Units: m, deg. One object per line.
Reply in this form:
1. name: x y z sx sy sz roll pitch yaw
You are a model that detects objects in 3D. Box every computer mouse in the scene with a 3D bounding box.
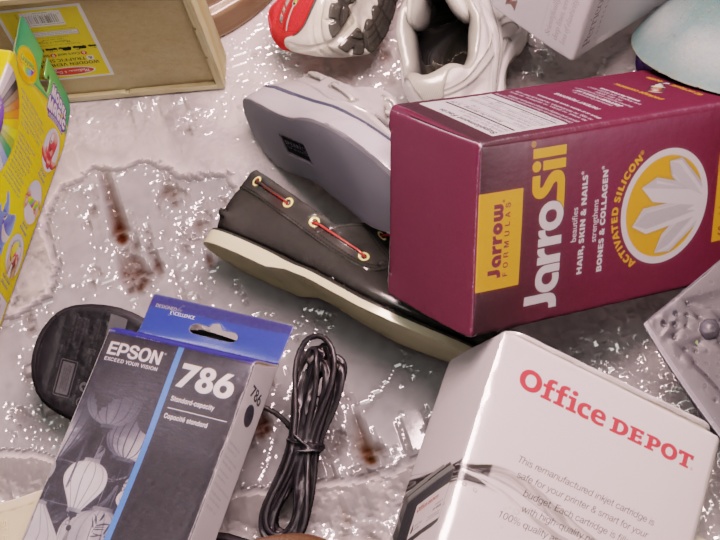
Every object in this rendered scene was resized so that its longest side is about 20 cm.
1. computer mouse: -0.107 0.100 1.028 0.198 0.046 0.142 7 83 14

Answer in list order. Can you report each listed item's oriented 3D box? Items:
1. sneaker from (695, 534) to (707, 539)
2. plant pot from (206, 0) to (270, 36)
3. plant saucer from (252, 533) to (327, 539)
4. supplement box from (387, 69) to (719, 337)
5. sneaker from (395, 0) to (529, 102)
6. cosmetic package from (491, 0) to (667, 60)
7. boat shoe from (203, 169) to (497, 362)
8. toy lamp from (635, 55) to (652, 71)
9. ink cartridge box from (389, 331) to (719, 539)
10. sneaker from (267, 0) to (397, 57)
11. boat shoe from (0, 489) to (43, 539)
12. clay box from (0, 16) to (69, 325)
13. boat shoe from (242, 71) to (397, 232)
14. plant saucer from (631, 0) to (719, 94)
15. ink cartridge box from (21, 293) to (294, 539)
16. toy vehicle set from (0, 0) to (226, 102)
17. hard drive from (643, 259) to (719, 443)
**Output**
1. sneaker: 0.202 0.240 0.902 0.089 0.067 0.202 6 63 16
2. plant pot: -0.141 -0.260 1.167 0.198 0.093 0.203 -3 64 6
3. plant saucer: -0.076 0.226 0.902 0.199 0.037 0.202 -31 40 30
4. supplement box: 0.118 -0.043 0.964 0.198 0.112 0.085 -11 23 -31
5. sneaker: 0.062 -0.160 1.076 0.077 0.100 0.202 -10 48 14
6. cosmetic package: 0.178 -0.221 1.062 0.074 0.102 0.199 38 52 21
7. boat shoe: -0.001 -0.001 1.038 0.200 0.074 0.064 26 79 23
8. toy lamp: 0.126 -0.068 1.064 0.200 0.058 0.058 -40 66 -14
9. ink cartridge box: 0.094 0.156 0.918 0.143 0.084 0.202 26 68 -14
10. sneaker: -0.007 -0.227 1.147 0.084 0.077 0.201 3 53 37
11. boat shoe: -0.182 0.169 0.992 0.197 0.060 0.073 -9 61 3
12. clay box: -0.243 -0.050 1.070 0.047 0.115 0.202 9 66 12
13. boat shoe: -0.004 -0.085 1.044 0.065 0.074 0.200 -32 36 -17
14. plant saucer: 0.264 -0.150 1.026 0.198 0.039 0.201 0 25 0
15. ink cartridge box: -0.116 0.101 0.957 0.098 0.039 0.202 10 64 20
16. toy vehicle set: -0.196 -0.153 1.106 0.197 0.125 0.027 -4 65 5
17. hard drive: 0.264 0.075 0.963 0.134 0.042 0.201 -38 81 -10
